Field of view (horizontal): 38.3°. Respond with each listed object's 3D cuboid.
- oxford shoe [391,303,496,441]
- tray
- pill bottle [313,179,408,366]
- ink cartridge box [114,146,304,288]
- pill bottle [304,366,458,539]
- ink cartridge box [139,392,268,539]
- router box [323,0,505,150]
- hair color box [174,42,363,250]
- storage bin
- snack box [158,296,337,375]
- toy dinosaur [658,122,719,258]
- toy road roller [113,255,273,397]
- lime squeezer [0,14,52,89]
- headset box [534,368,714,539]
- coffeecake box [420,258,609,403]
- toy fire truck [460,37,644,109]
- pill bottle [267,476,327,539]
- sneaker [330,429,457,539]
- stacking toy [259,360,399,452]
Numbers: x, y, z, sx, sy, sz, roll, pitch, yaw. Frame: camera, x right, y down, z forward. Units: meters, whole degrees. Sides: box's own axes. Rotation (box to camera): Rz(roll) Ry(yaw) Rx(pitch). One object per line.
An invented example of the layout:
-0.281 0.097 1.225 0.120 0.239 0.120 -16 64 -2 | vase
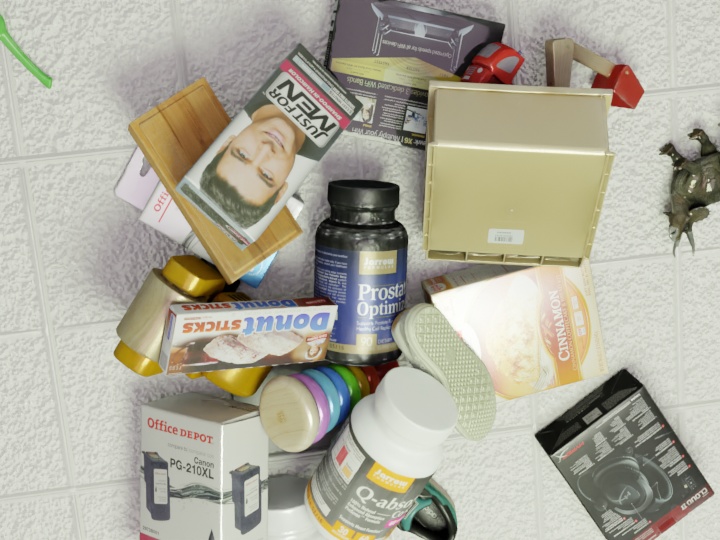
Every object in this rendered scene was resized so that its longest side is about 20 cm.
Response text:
0.099 0.116 1.203 0.075 0.057 0.201 -47 119 -24 | oxford shoe
-0.158 -0.098 1.133 0.098 0.037 0.202 -34 96 -16 | tray
0.000 0.000 1.209 0.109 0.112 0.204 1 102 -7 | pill bottle
-0.177 -0.081 1.194 0.198 0.067 0.117 30 96 -11 | ink cartridge box
0.024 0.213 1.171 0.115 0.117 0.202 24 122 -10 | pill bottle
-0.183 0.256 1.208 0.143 0.084 0.204 5 97 37 | ink cartridge box
0.055 -0.225 1.199 0.196 0.052 0.160 10 101 -9 | router box
-0.096 -0.132 1.107 0.099 0.060 0.201 41 70 -11 | hair color box
0.169 -0.100 1.157 0.196 0.095 0.200 3 141 3 | storage bin
-0.119 0.069 1.121 0.197 0.024 0.073 -2 117 -35 | snack box
0.430 -0.120 1.265 0.199 0.077 0.103 -38 115 -3 | toy dinosaur
-0.169 0.071 1.162 0.145 0.200 0.124 34 96 10 | toy road roller
-0.437 -0.263 1.150 0.196 0.038 0.071 12 131 -10 | lime squeezer
0.341 0.255 1.319 0.148 0.077 0.201 -37 104 2 | headset box
0.187 0.069 1.265 0.196 0.073 0.156 -14 104 -3 | coffeecake box
0.221 -0.214 1.191 0.199 0.049 0.142 35 88 -27 | toy fire truck
-0.090 0.368 1.273 0.111 0.114 0.204 -4 103 -6 | pill bottle
0.047 0.269 1.285 0.199 0.080 0.072 39 97 -12 | sneaker
-0.025 0.141 1.214 0.084 0.199 0.087 11 108 37 | stacking toy
